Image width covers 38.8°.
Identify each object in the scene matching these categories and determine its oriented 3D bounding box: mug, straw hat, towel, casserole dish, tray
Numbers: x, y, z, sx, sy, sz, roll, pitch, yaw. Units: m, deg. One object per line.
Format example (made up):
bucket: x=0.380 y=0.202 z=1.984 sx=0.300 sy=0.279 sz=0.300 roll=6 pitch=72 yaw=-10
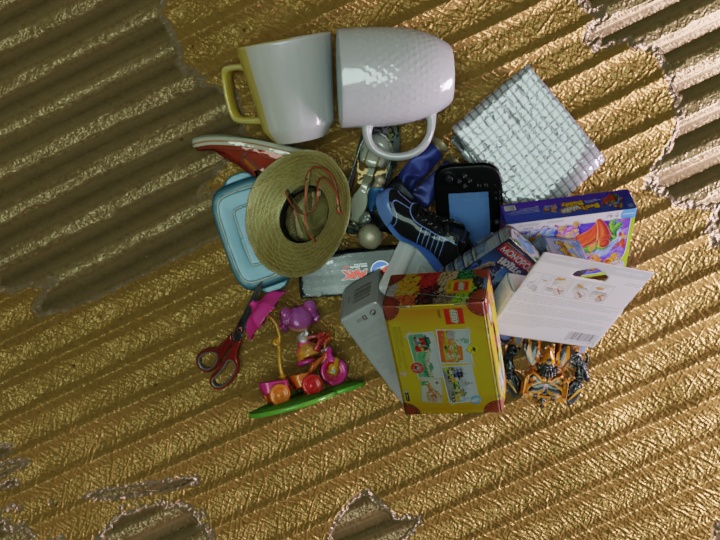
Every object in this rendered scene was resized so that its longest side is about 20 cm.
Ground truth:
mug: x=0.053 y=-0.269 z=1.557 sx=0.172 sy=0.148 sz=0.204 roll=-3 pitch=91 yaw=-4
straw hat: x=-0.078 y=-0.086 z=1.602 sx=0.198 sy=0.085 sz=0.205 roll=-1 pitch=88 yaw=29
towel: x=0.255 y=-0.192 z=1.583 sx=0.165 sy=0.086 sz=0.200 roll=-42 pitch=93 yaw=10
mug: x=-0.114 y=-0.282 z=1.596 sx=0.148 sy=0.186 sz=0.156 roll=-18 pitch=106 yaw=-27
casserole dish: x=-0.172 y=-0.060 z=1.658 sx=0.119 sy=0.039 sz=0.203 roll=-18 pitch=95 yaw=8
tray: x=0.121 y=0.040 z=1.587 sx=0.199 sy=0.022 sz=0.108 roll=39 pitch=62 yaw=-23

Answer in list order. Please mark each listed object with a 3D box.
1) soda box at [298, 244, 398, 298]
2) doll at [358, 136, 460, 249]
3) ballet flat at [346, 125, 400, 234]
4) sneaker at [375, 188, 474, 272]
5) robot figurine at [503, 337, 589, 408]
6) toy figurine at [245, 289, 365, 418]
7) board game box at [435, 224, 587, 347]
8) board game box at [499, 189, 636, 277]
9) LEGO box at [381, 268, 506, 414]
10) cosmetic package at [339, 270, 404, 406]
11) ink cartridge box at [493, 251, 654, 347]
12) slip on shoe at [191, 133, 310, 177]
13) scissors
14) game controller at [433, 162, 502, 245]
soda box: x=0.000 y=0.000 z=1.636 sx=0.196 sy=0.063 sz=0.072 roll=-5 pitch=97 yaw=6
doll: x=0.074 y=-0.109 z=1.601 sx=0.200 sy=0.048 sz=0.137 roll=-45 pitch=115 yaw=-3
ballet flat: x=0.016 y=-0.152 z=1.615 sx=0.071 sy=0.072 sz=0.203 roll=18 pitch=97 yaw=3
sneaker: x=0.112 y=-0.061 z=1.544 sx=0.200 sy=0.071 sz=0.077 roll=42 pitch=133 yaw=-21
robot figurine: x=0.298 y=0.122 z=1.624 sx=0.142 sy=0.058 sz=0.204 roll=6 pitch=96 yaw=6
toy figurine: x=-0.105 y=0.119 z=1.634 sx=0.197 sy=0.150 sz=0.187 roll=-14 pitch=89 yaw=-16
board game box: x=0.226 y=0.005 z=1.514 sx=0.199 sy=0.062 sz=0.199 roll=-35 pitch=134 yaw=21
board game box: x=0.311 y=-0.048 z=1.560 sx=0.196 sy=0.045 sz=0.136 roll=-8 pitch=135 yaw=-3
LEGO box: x=0.124 y=0.106 z=1.464 sx=0.146 sy=0.078 sz=0.203 roll=-3 pitch=123 yaw=15
cosmetic package: x=0.052 y=0.111 z=1.591 sx=0.073 sy=0.102 sz=0.201 roll=-27 pitch=113 yaw=18
ink cartridge box: x=0.298 y=0.034 z=1.487 sx=0.197 sy=0.044 sz=0.175 roll=9 pitch=133 yaw=-23
slip on shoe: x=-0.174 y=-0.181 z=1.630 sx=0.196 sy=0.074 sz=0.062 roll=11 pitch=100 yaw=-1
scissors: x=-0.197 y=0.111 z=1.678 sx=0.073 sy=0.014 sz=0.200 roll=43 pitch=107 yaw=4
game controller: x=0.170 y=-0.078 z=1.580 sx=0.102 sy=0.042 sz=0.202 roll=3 pitch=127 yaw=15
